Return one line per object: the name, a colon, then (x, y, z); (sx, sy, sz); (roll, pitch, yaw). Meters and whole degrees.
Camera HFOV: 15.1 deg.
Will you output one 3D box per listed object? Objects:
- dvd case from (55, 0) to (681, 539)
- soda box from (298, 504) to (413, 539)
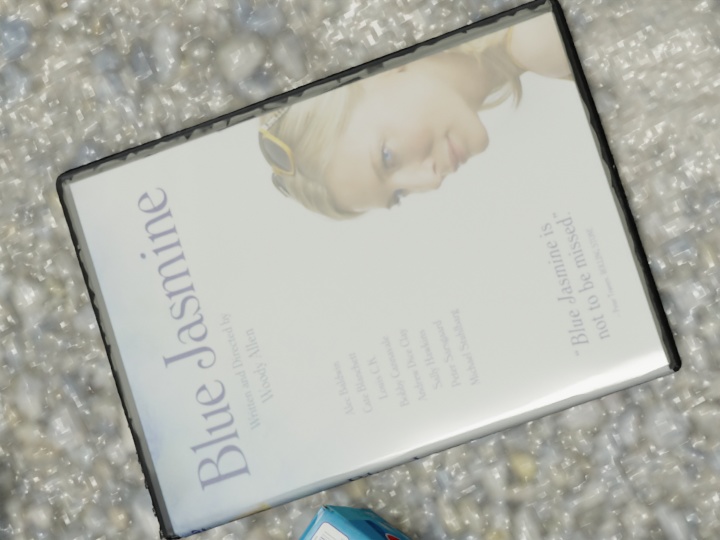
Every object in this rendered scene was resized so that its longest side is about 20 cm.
dvd case: (0.000, 0.000, 0.987); (0.200, 0.018, 0.143); (-19, 83, 10)
soda box: (-0.037, 0.181, 0.955); (0.064, 0.068, 0.200); (36, 94, 14)
